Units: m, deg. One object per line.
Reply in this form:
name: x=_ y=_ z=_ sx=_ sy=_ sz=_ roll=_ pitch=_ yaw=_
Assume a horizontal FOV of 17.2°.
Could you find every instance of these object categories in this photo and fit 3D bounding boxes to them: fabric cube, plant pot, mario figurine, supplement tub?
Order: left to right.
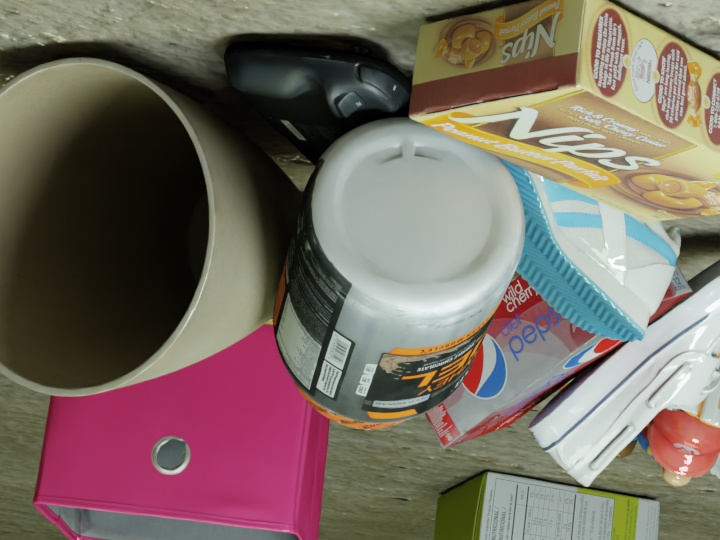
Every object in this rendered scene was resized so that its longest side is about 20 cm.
plant pot: x=-0.112 y=-0.021 z=1.405 sx=0.187 sy=0.188 sz=0.200 roll=-1 pitch=177 yaw=29
fabric cube: x=-0.122 y=0.105 z=1.790 sx=0.195 sy=0.200 sz=0.200 roll=7 pitch=166 yaw=4
supplement tub: x=0.016 y=0.009 z=1.338 sx=0.122 sy=0.123 sz=0.200 roll=8 pitch=155 yaw=-5
mario figurine: x=0.249 y=0.144 z=1.937 sx=0.123 sy=0.106 sz=0.200 roll=-27 pitch=176 yaw=-7

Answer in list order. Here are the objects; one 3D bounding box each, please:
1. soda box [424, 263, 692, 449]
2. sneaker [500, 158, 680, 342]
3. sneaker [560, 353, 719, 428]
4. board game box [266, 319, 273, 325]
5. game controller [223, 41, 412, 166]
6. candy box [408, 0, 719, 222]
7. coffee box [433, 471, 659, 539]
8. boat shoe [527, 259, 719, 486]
soda box: x=0.117 y=0.039 z=1.534 sx=0.070 sy=0.064 sz=0.200 roll=-15 pitch=162 yaw=-44
sneaker: x=0.112 y=-0.046 z=1.366 sx=0.076 sy=0.081 sz=0.200 roll=7 pitch=149 yaw=46
sneaker: x=0.227 y=0.069 z=1.760 sx=0.199 sy=0.079 sz=0.077 roll=11 pitch=178 yaw=-2
board game box: x=0.000 y=0.000 z=1.620 sx=0.199 sy=0.057 sz=0.165 roll=5 pitch=167 yaw=4
game controller: x=-0.005 y=-0.085 z=1.356 sx=0.104 sy=0.042 sz=0.200 roll=17 pitch=169 yaw=22
candy box: x=0.135 y=-0.081 z=1.249 sx=0.115 sy=0.056 sz=0.200 roll=-8 pitch=159 yaw=44
coffee box: x=0.185 y=0.337 z=2.514 sx=0.197 sy=0.201 sz=0.200 roll=10 pitch=164 yaw=-11
boat shoe: x=0.202 y=0.061 z=1.550 sx=0.200 sy=0.065 sz=0.074 roll=-41 pitch=-179 yaw=19
